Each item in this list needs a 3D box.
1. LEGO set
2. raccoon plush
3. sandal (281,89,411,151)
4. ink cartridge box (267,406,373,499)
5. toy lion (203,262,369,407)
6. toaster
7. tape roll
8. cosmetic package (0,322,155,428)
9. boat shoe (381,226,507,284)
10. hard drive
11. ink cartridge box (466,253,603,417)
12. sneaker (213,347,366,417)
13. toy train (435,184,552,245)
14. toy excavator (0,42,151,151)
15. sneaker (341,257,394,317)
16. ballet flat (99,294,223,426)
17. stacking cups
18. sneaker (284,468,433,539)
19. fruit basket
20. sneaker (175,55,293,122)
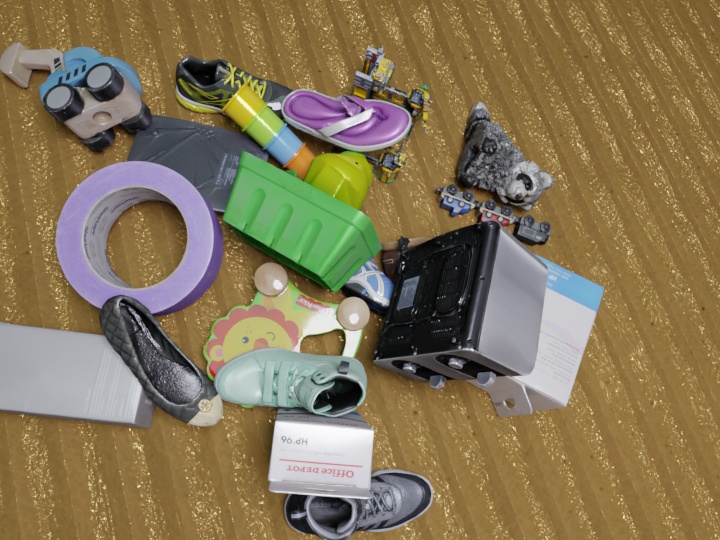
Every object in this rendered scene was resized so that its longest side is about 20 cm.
[{"bbox_3d":[0.035,-0.250,0.871,0.153,0.116,0.201,31,71,2],"label":"LEGO set"},{"bbox_3d":[0.241,-0.190,0.891,0.133,0.097,0.202,21,60,-10],"label":"raccoon plush"},{"bbox_3d":[-0.028,-0.220,0.787,0.201,0.050,0.083,13,76,18],"label":"sandal"},{"bbox_3d":[-0.048,0.210,0.662,0.115,0.200,0.069,6,82,-6],"label":"ink cartridge box"},{"bbox_3d":[-0.107,0.103,0.771,0.198,0.069,0.193,22,77,-1],"label":"toy lion"},{"bbox_3d":[0.123,0.043,0.700,0.118,0.180,0.202,31,61,-27],"label":"toaster"},{"bbox_3d":[-0.292,-0.039,0.750,0.198,0.085,0.202,0,85,-4],"label":"tape roll"},{"bbox_3d":[-0.365,0.136,0.705,0.198,0.090,0.108,9,70,-3],"label":"cosmetic package"},{"bbox_3d":[0.130,-0.023,0.841,0.198,0.070,0.071,-10,88,-2],"label":"boat shoe"},{"bbox_3d":[-0.244,-0.154,0.838,0.198,0.042,0.136,12,70,-5],"label":"hard drive"},{"bbox_3d":[0.229,0.101,0.781,0.124,0.129,0.201,27,70,2],"label":"ink cartridge box"},{"bbox_3d":[-0.088,0.139,0.685,0.198,0.118,0.075,-2,91,-5],"label":"sneaker"},{"bbox_3d":[0.211,-0.086,0.892,0.198,0.034,0.046,22,81,-2],"label":"toy train"},{"bbox_3d":[-0.426,-0.280,0.819,0.193,0.100,0.201,-24,66,3],"label":"toy excavator"},{"bbox_3d":[0.000,0.000,0.801,0.199,0.076,0.077,34,75,7],"label":"sneaker"},{"bbox_3d":[-0.239,0.114,0.667,0.200,0.057,0.067,50,57,-11],"label":"ballet flat"},{"bbox_3d":[-0.112,-0.191,0.831,0.200,0.060,0.061,40,69,-20],"label":"stacking cups"},{"bbox_3d":[0.005,0.295,0.692,0.198,0.114,0.076,-4,73,-10],"label":"sneaker"},{"bbox_3d":[-0.054,-0.098,0.750,0.213,0.156,0.218,-3,73,9],"label":"fruit basket"},{"bbox_3d":[-0.194,-0.279,0.864,0.198,0.085,0.075,5,72,-7],"label":"sneaker"}]
